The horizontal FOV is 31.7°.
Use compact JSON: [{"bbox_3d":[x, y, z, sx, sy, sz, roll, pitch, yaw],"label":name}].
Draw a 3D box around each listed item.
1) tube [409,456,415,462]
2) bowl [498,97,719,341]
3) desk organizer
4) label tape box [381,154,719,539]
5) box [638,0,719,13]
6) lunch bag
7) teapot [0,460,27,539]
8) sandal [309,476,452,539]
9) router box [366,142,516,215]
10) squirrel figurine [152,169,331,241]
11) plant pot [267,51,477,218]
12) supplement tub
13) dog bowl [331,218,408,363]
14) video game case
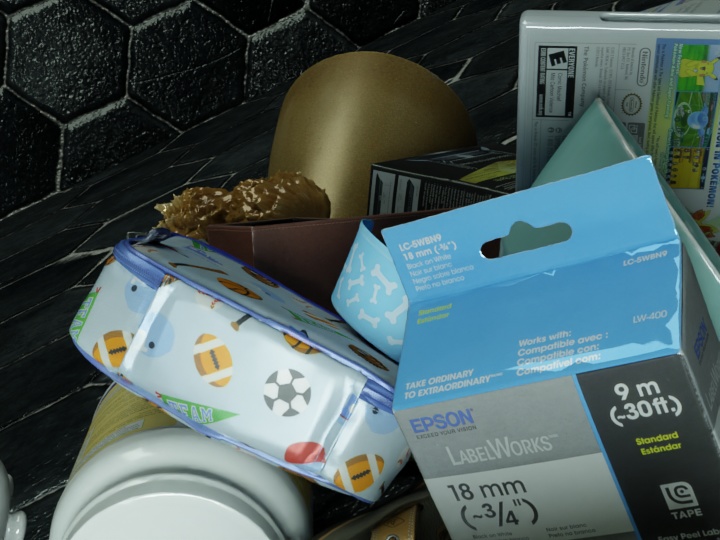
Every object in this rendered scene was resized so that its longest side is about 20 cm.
[{"bbox_3d":[0.055,0.101,0.814,0.200,0.058,0.052,-8,66,57],"label":"tube"},{"bbox_3d":[0.153,0.014,0.722,0.105,0.201,0.201,-36,13,14],"label":"bowl"},{"bbox_3d":[0.000,0.000,0.858,0.200,0.077,0.072,-7,6,-32],"label":"desk organizer"},{"bbox_3d":[0.096,0.065,0.588,0.144,0.200,0.063,-15,19,30],"label":"label tape box"},{"bbox_3d":[0.270,-0.100,0.888,0.200,0.184,0.105,-10,20,40],"label":"box"},{"bbox_3d":[-0.054,0.044,0.695,0.076,0.200,0.160,-61,-5,7],"label":"lunch bag"},{"bbox_3d":[-0.317,0.181,0.918,0.146,0.198,0.200,10,47,-12],"label":"teapot"},{"bbox_3d":[0.024,0.160,0.639,0.200,0.082,0.055,-26,21,-33],"label":"sandal"},{"bbox_3d":[0.124,-0.057,1.002,0.157,0.052,0.200,15,18,32],"label":"router box"},{"bbox_3d":[-0.078,0.026,0.972,0.141,0.200,0.187,-17,-5,-34],"label":"squirrel figurine"},{"bbox_3d":[-0.008,-0.058,1.087,0.186,0.187,0.200,-16,31,27],"label":"plant pot"},{"bbox_3d":[-0.099,0.139,0.738,0.145,0.146,0.200,-23,16,5],"label":"supplement tub"},{"bbox_3d":[0.048,0.025,0.749,0.050,0.111,0.200,-56,-16,8],"label":"dog bowl"},{"bbox_3d":[0.190,-0.073,0.803,0.182,0.200,0.022,3,42,8],"label":"video game case"}]
